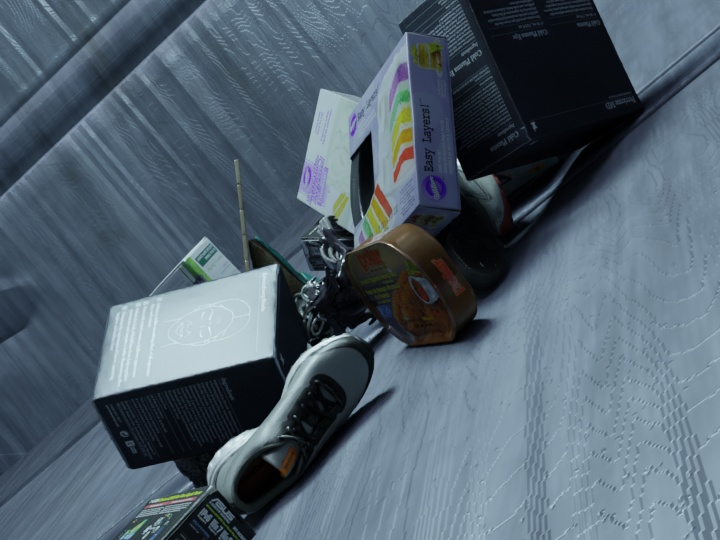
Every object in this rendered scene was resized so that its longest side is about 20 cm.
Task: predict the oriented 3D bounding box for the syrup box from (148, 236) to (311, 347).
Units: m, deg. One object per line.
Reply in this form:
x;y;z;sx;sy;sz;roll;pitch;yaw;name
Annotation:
-0.150;0.068;1.529;0.081;0.200;0.079;-42;6;26;syrup box

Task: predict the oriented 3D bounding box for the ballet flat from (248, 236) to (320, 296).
-0.095;0.024;1.686;0.065;0.200;0.070;-49;47;3;ballet flat

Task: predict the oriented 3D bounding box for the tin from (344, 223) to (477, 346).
0.045;0.013;1.198;0.042;0.112;0.200;-42;8;-16;tin

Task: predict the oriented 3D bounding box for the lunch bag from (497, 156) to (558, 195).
0.161;-0.154;1.512;0.170;0.123;0.200;-33;5;46;lunch bag

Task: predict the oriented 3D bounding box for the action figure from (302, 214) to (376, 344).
0.000;0.000;1.431;0.199;0.120;0.102;-32;43;-21;action figure

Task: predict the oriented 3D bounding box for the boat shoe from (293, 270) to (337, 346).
-0.055;0.054;1.619;0.198;0.074;0.068;-35;-10;-23;boat shoe

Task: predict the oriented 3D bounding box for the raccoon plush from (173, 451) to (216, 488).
-0.124;0.152;1.385;0.199;0.097;0.135;-38;16;25;raccoon plush

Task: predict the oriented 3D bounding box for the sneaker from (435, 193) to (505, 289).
0.088;-0.011;1.296;0.201;0.059;0.106;-115;31;-53;sneaker

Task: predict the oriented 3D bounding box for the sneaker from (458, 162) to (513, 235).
0.089;-0.086;1.393;0.082;0.078;0.199;-41;48;-15;sneaker

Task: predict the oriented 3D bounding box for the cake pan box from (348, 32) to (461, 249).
0.039;-0.110;1.296;0.200;0.051;0.187;135;137;-64;cake pan box

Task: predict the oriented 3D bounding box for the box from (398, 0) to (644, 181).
0.169;-0.212;1.342;0.198;0.184;0.104;-17;-10;-40;box

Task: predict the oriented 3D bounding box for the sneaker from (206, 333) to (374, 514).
-0.055;0.145;1.168;0.201;0.074;0.079;-49;18;-5;sneaker

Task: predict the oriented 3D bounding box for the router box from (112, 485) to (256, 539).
-0.190;0.270;1.138;0.150;0.062;0.200;-46;9;-26;router box

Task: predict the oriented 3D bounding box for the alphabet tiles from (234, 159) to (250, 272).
-0.146;-0.016;1.649;0.007;0.203;0.168;-5;-19;-5;alphabet tiles

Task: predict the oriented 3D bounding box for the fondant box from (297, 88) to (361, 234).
-0.003;-0.129;1.562;0.200;0.057;0.147;34;114;61;fondant box

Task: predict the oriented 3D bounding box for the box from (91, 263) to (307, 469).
-0.162;0.099;1.340;0.197;0.108;0.150;-14;38;10;box

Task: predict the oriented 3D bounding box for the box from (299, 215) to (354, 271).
0.038;-0.068;1.653;0.156;0.050;0.200;-1;29;32;box
